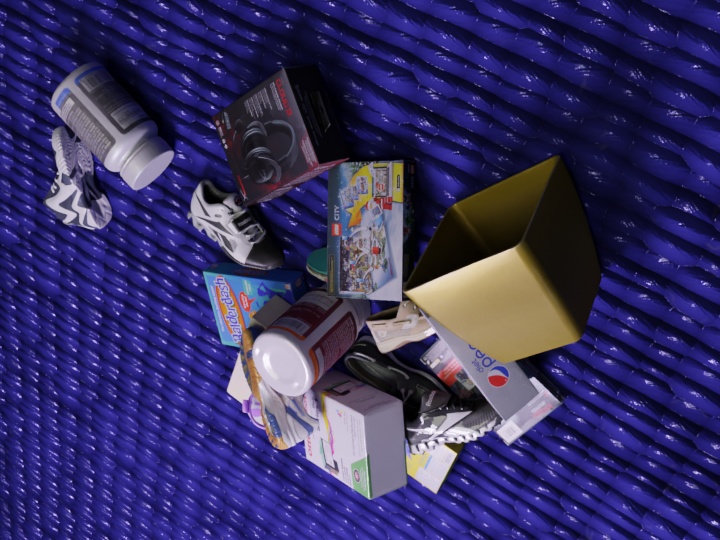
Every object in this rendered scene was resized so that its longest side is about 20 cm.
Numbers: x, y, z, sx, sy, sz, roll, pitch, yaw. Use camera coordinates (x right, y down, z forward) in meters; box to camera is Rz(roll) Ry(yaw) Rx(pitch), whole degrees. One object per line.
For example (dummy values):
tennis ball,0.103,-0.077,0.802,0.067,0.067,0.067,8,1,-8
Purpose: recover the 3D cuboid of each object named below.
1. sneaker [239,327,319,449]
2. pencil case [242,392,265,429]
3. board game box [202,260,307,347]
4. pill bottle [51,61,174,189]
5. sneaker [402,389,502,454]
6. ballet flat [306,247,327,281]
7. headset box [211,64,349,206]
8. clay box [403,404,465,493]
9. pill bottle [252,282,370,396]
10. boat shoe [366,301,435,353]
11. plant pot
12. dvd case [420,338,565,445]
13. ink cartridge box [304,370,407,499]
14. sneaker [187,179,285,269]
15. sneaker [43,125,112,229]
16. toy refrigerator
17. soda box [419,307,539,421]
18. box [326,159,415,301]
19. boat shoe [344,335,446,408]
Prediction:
sneaker,-0.132,0.183,1.488,0.203,0.087,0.075,70,158,3
pencil case,-0.135,0.246,1.601,0.084,0.200,0.085,-11,72,12
board game box,-0.176,0.069,1.618,0.197,0.045,0.154,6,121,33
pill bottle,-0.416,-0.242,1.553,0.200,0.114,0.114,47,133,2
sneaker,0.138,0.224,1.434,0.198,0.067,0.091,-25,107,33
ballet flat,0.000,0.000,1.439,0.198,0.076,0.064,-1,134,39
headset box,-0.115,-0.203,1.368,0.198,0.077,0.151,-21,89,43
clay box,0.074,0.279,1.568,0.199,0.048,0.116,34,131,15
pill bottle,-0.072,0.099,1.458,0.113,0.200,0.116,17,126,26
boat shoe,0.084,0.068,1.420,0.199,0.072,0.065,-28,98,46
plant pot,0.209,0.003,1.218,0.198,0.201,0.177,-24,113,41
dvd case,0.202,0.166,1.427,0.200,0.022,0.146,44,133,6
ink cartridge box,-0.015,0.265,1.514,0.199,0.083,0.148,16,115,54
sneaker,-0.206,-0.079,1.530,0.198,0.074,0.089,33,133,14
sneaker,-0.559,-0.169,1.720,0.128,0.080,0.201,-3,125,27
toy refrigerator,-0.168,0.142,1.576,0.069,0.076,0.202,33,133,12
soda box,0.171,0.116,1.327,0.068,0.063,0.201,-38,104,1
box,0.015,-0.059,1.356,0.135,0.037,0.204,3,93,35
boat shoe,0.061,0.189,1.513,0.198,0.060,0.076,31,130,16
